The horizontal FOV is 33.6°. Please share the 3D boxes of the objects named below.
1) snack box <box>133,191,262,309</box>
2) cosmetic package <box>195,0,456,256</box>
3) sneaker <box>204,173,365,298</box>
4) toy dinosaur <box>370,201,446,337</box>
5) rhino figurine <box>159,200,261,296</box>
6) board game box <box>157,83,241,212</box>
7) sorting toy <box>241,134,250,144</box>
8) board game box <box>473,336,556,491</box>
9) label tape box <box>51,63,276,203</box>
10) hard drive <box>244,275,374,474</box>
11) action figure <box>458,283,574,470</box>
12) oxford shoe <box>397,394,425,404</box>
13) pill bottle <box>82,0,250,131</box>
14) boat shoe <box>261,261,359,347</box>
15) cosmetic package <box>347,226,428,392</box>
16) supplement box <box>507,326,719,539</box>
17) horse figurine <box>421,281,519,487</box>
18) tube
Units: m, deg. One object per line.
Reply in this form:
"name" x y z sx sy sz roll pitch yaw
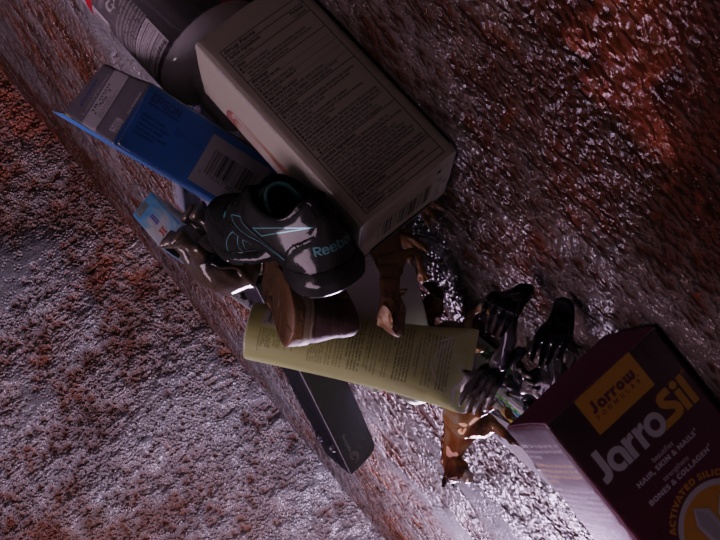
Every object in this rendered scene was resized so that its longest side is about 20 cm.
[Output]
"snack box" -0.149 -0.003 1.303 0.200 0.037 0.116 38 -179 -32
"cosmetic package" -0.029 -0.119 0.947 0.200 0.103 0.087 49 166 12
"sneaker" -0.066 -0.044 0.938 0.200 0.075 0.080 21 138 51
"toy dinosaur" 0.013 -0.044 0.992 0.060 0.106 0.201 -45 60 37
"rhino figurine" -0.141 -0.016 1.121 0.087 0.060 0.200 41 173 -11
"board game box" -0.170 -0.148 1.263 0.199 0.041 0.201 -143 44 -63
"sorting toy" -0.078 -0.097 1.202 0.200 0.106 0.181 37 152 63
"board game box" 0.165 0.149 1.164 0.200 0.035 0.127 40 161 40
"label tape box" -0.182 -0.123 1.086 0.144 0.063 0.200 31 179 -33
"hard drive" -0.052 0.094 1.158 0.201 0.042 0.135 64 169 -6
"action figure" 0.140 0.100 0.977 0.119 0.102 0.200 28 154 33
"oxford shoe" 0.035 0.041 1.233 0.058 0.075 0.201 -44 64 41
"pill bottle" -0.156 -0.221 1.077 0.200 0.111 0.111 47 166 17
"boat shoe" -0.042 0.002 1.014 0.200 0.072 0.073 -117 30 -63
"cosmetic package" 0.000 0.000 1.101 0.101 0.071 0.201 18 125 67
"supplement box" 0.214 0.152 0.843 0.200 0.110 0.086 51 166 -1
"horse figurine" 0.096 0.103 1.119 0.132 0.050 0.201 -19 91 60
"tube" -0.001 0.071 1.032 0.052 0.199 0.058 -64 -17 -70
